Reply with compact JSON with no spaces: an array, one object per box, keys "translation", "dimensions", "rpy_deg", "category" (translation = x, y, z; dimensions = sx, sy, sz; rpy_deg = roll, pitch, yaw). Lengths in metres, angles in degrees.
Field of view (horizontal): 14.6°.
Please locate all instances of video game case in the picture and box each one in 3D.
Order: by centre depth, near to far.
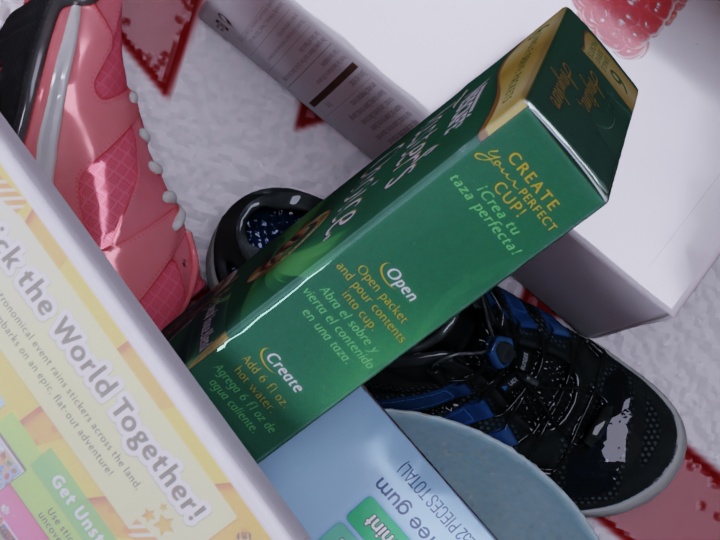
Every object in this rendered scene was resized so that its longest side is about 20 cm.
[{"translation":[-0.143,0.061,0.885],"dimensions":[0.182,0.023,0.200],"rpy_deg":[-37,86,9],"category":"video game case"}]

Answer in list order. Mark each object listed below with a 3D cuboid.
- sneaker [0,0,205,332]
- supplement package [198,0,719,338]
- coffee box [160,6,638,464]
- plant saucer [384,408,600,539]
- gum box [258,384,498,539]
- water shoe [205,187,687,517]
[{"translation":[-0.098,-0.020,1.031],"dimensions":[0.086,0.074,0.201],"rpy_deg":[9,87,-23],"category":"sneaker"},{"translation":[0.058,-0.085,1.030],"dimensions":[0.200,0.120,0.121],"rpy_deg":[39,79,-5],"category":"supplement package"},{"translation":[0.000,0.000,0.922],"dimensions":[0.200,0.123,0.044],"rpy_deg":[-37,98,22],"category":"coffee box"},{"translation":[0.000,0.150,1.032],"dimensions":[0.200,0.039,0.202],"rpy_deg":[0,91,-10],"category":"plant saucer"},{"translation":[-0.022,0.164,0.918],"dimensions":[0.200,0.045,0.170],"rpy_deg":[-41,79,-7],"category":"gum box"},{"translation":[0.034,0.035,1.034],"dimensions":[0.199,0.079,0.072],"rpy_deg":[26,81,-7],"category":"water shoe"}]
